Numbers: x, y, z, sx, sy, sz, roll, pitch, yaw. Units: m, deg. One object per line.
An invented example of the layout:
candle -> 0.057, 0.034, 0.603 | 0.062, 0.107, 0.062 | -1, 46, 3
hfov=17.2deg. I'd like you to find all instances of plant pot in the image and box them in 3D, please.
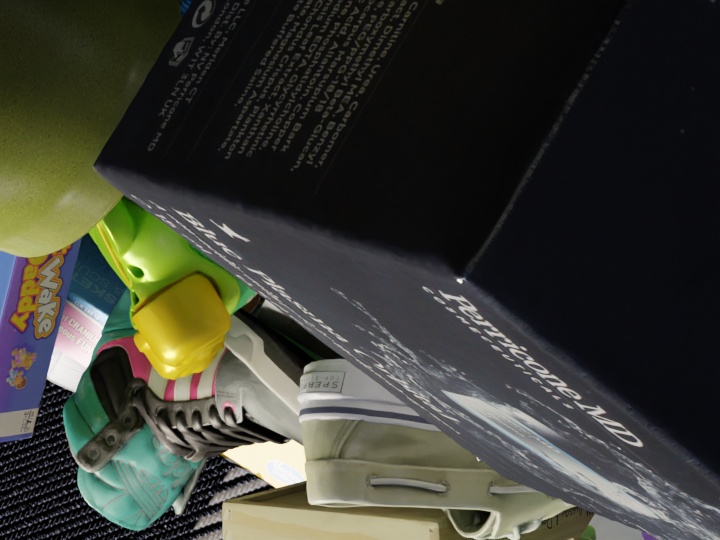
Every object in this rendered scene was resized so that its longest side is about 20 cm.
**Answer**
plant pot -> -0.176, -0.095, 0.866 | 0.193, 0.201, 0.200 | 23, 178, -39

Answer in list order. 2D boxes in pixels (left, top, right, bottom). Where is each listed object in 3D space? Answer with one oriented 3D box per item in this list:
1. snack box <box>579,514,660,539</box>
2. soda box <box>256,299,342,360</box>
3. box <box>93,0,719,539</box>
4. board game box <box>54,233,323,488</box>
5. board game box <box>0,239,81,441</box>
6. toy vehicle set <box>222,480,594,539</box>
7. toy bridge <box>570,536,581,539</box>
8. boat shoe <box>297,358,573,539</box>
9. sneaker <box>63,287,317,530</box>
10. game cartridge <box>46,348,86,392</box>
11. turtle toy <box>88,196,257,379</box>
snack box -> 0.177, 0.144, 1.040 | 0.053, 0.143, 0.200 | 23, 168, 48
soda box -> 0.000, 0.000, 1.098 | 0.064, 0.068, 0.200 | 32, 171, -2
box -> 0.063, -0.012, 0.670 | 0.197, 0.118, 0.200 | 37, 168, -32
board game box -> -0.084, 0.024, 1.314 | 0.200, 0.040, 0.153 | 32, -146, -1
board game box -> -0.207, -0.028, 1.232 | 0.134, 0.201, 0.045 | 26, -162, 33
toy vehicle set -> 0.045, 0.111, 1.136 | 0.124, 0.027, 0.200 | 1, -174, 38
toy bridge -> 0.087, 0.135, 1.173 | 0.199, 0.027, 0.067 | -8, -172, -40
boat shoe -> 0.053, 0.084, 1.021 | 0.199, 0.062, 0.072 | 14, 169, -33
sneaker -> -0.080, 0.078, 1.160 | 0.084, 0.121, 0.200 | 33, 179, -38
game cartridge -> -0.117, 0.028, 1.350 | 0.199, 0.042, 0.133 | 19, -140, -20
turtle toy -> -0.080, -0.039, 1.039 | 0.146, 0.101, 0.200 | 57, 171, 2
